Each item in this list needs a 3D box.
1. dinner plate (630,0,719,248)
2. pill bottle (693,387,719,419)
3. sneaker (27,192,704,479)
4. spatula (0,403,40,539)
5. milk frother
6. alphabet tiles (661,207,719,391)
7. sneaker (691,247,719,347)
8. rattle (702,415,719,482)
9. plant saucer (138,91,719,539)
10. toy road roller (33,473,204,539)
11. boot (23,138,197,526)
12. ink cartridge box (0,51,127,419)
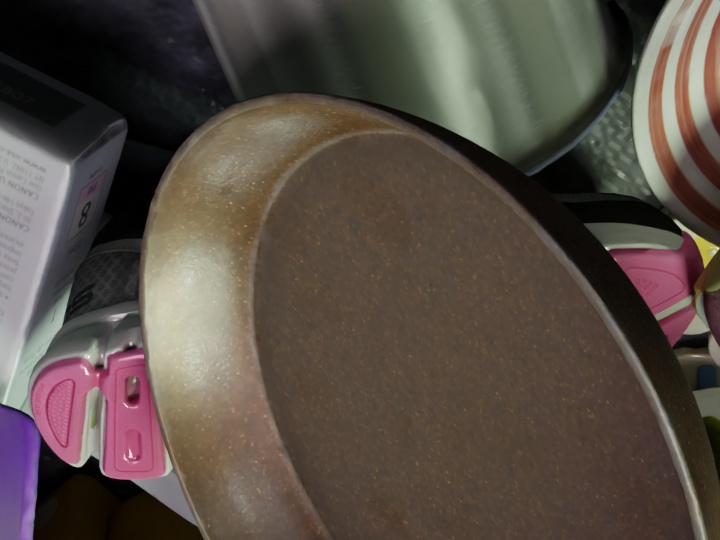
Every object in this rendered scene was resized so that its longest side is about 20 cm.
[{"bbox_3d":[0.169,-0.069,0.690,0.199,0.024,0.200,-8,144,-6],"label":"dinner plate"},{"bbox_3d":[0.123,0.143,0.862,0.113,0.113,0.200,7,137,6],"label":"pill bottle"},{"bbox_3d":[0.000,0.000,0.742,0.199,0.088,0.074,-11,134,9],"label":"sneaker"},{"bbox_3d":[-0.123,0.004,0.738,0.056,0.021,0.201,9,112,22],"label":"spatula"},{"bbox_3d":[0.017,-0.099,0.621,0.180,0.200,0.188,-12,128,16],"label":"milk frother"},{"bbox_3d":[0.186,0.026,0.817,0.200,0.015,0.196,32,129,-15],"label":"alphabet tiles"},{"bbox_3d":[0.182,0.042,0.728,0.200,0.090,0.075,26,112,-36],"label":"sneaker"},{"bbox_3d":[0.140,0.020,0.664,0.200,0.143,0.130,-47,139,17],"label":"rattle"},{"bbox_3d":[0.020,0.045,0.634,0.200,0.034,0.201,27,131,37],"label":"plant saucer"},{"bbox_3d":[-0.098,0.121,0.898,0.146,0.123,0.200,-38,116,19],"label":"toy road roller"},{"bbox_3d":[-0.043,0.026,0.829,0.200,0.074,0.096,26,126,-15],"label":"boot"},{"bbox_3d":[-0.176,0.008,0.799,0.162,0.057,0.200,26,121,10],"label":"ink cartridge box"}]
